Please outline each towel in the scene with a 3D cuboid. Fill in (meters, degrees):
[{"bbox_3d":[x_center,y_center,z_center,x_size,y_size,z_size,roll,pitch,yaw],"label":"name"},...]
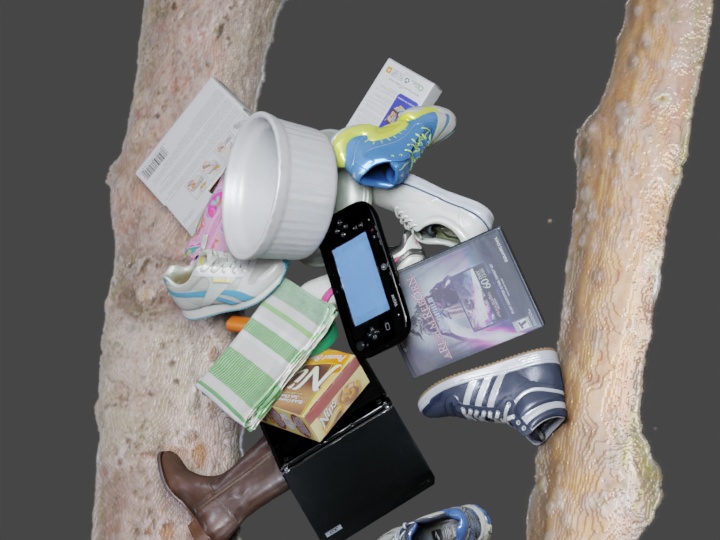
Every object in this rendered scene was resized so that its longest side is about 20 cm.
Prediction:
[{"bbox_3d":[-0.129,0.109,1.692,0.201,0.023,0.152,-53,39,-8],"label":"towel"}]

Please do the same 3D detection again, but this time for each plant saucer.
[{"bbox_3d":[-0.067,-0.106,1.784,0.199,0.050,0.203,-6,82,45],"label":"plant saucer"}]

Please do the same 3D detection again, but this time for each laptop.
[{"bbox_3d":[-0.023,0.241,1.691,0.176,0.104,0.200,-31,37,-3],"label":"laptop"}]

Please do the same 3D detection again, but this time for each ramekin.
[{"bbox_3d":[-0.110,-0.109,1.692,0.200,0.097,0.203,-22,65,59],"label":"ramekin"}]

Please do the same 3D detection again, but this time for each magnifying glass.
[{"bbox_3d":[-0.114,0.085,1.748,0.199,0.023,0.080,7,42,40],"label":"magnifying glass"}]

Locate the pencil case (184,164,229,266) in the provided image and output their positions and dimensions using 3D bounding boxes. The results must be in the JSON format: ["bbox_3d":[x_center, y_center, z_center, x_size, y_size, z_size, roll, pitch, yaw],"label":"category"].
[{"bbox_3d":[-0.189,-0.087,1.839,0.087,0.087,0.201,38,108,31],"label":"pencil case"}]

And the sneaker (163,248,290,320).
[{"bbox_3d":[-0.192,0.008,1.773,0.198,0.081,0.077,-19,33,23],"label":"sneaker"}]

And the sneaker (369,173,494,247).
[{"bbox_3d":[0.084,-0.079,1.706,0.198,0.073,0.071,19,59,30],"label":"sneaker"}]

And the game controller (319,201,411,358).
[{"bbox_3d":[0.005,0.012,1.647,0.104,0.042,0.202,-31,71,42],"label":"game controller"}]

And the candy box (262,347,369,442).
[{"bbox_3d":[-0.098,0.155,1.704,0.199,0.056,0.116,12,51,45],"label":"candy box"}]

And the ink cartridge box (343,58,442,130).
[{"bbox_3d":[0.027,-0.201,1.802,0.094,0.037,0.201,35,92,32],"label":"ink cartridge box"}]

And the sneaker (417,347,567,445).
[{"bbox_3d":[0.172,0.181,1.596,0.198,0.070,0.110,-22,65,18],"label":"sneaker"}]

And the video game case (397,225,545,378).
[{"bbox_3d":[0.127,0.044,1.650,0.198,0.019,0.144,-24,96,20],"label":"video game case"}]

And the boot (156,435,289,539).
[{"bbox_3d":[-0.180,0.275,1.768,0.200,0.064,0.187,-42,60,8],"label":"boot"}]

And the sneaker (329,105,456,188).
[{"bbox_3d":[0.058,-0.160,1.706,0.198,0.076,0.105,-18,51,-18],"label":"sneaker"}]

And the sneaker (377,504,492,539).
[{"bbox_3d":[0.067,0.352,1.595,0.199,0.085,0.078,-32,63,18],"label":"sneaker"}]

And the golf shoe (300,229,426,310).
[{"bbox_3d":[0.000,0.000,1.724,0.198,0.073,0.093,-14,102,20],"label":"golf shoe"}]

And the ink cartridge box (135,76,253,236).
[{"bbox_3d":[-0.237,-0.173,1.932,0.200,0.045,0.176,-50,59,8],"label":"ink cartridge box"}]
